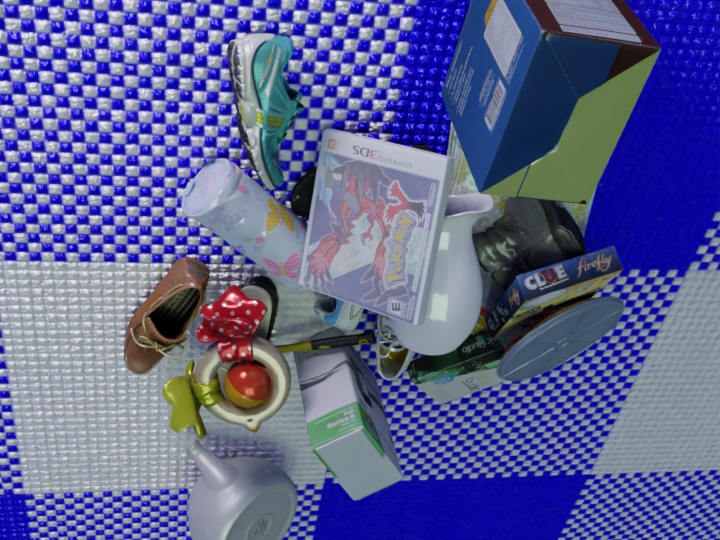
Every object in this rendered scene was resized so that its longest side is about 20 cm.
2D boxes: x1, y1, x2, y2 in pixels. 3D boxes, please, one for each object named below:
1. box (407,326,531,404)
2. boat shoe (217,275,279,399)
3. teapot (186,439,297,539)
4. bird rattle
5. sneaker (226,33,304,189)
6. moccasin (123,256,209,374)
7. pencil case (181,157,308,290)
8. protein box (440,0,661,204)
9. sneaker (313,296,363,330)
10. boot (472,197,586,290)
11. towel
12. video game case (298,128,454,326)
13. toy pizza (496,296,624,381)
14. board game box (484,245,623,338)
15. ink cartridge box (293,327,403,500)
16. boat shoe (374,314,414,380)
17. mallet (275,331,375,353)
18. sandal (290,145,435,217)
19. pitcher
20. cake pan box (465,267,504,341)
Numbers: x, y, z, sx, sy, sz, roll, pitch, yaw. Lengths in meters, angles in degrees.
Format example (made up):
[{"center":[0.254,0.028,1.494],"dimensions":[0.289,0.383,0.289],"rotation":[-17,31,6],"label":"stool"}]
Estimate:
[{"center":[0.184,0.139,1.452],"dimensions":[0.199,0.037,0.144],"rotation":[-23,152,14],"label":"box"},{"center":[-0.161,0.103,1.339],"dimensions":[0.073,0.063,0.203],"rotation":[20,110,1],"label":"boat shoe"},{"center":[-0.207,0.377,1.559],"dimensions":[0.197,0.146,0.201],"rotation":[4,111,-54],"label":"teapot"},{"center":[-0.168,0.130,1.287],"dimensions":[0.162,0.113,0.201],"rotation":[31,99,-16],"label":"bird rattle"},{"center":[-0.103,-0.180,1.124],"dimensions":[0.079,0.078,0.201],"rotation":[-12,133,-12],"label":"sneaker"},{"center":[-0.265,0.074,1.312],"dimensions":[0.073,0.078,0.201],"rotation":[28,121,-28],"label":"moccasin"},{"center":[-0.133,-0.054,1.222],"dimensions":[0.090,0.084,0.200],"rotation":[-23,134,35],"label":"pencil case"},{"center":[0.196,-0.216,1.062],"dimensions":[0.134,0.201,0.199],"rotation":[5,131,-15],"label":"protein box"},{"center":[0.000,0.000,1.308],"dimensions":[0.072,0.072,0.201],"rotation":[21,121,-17],"label":"sneaker"},{"center":[0.184,-0.062,1.205],"dimensions":[0.131,0.070,0.201],"rotation":[-25,114,24],"label":"boot"},{"center":[0.203,-0.113,1.236],"dimensions":[0.198,0.048,0.172],"rotation":[7,124,-2],"label":"towel"},{"center":[0.014,-0.055,1.157],"dimensions":[0.023,0.181,0.202],"rotation":[-9,113,-55],"label":"video game case"},{"center":[0.272,0.088,1.333],"dimensions":[0.199,0.032,0.201],"rotation":[-23,154,-12],"label":"toy pizza"},{"center":[0.248,0.032,1.271],"dimensions":[0.135,0.035,0.200],"rotation":[-17,165,-10],"label":"board game box"},{"center":[-0.021,0.203,1.397],"dimensions":[0.084,0.201,0.146],"rotation":[-26,132,9],"label":"ink cartridge box"},{"center":[0.050,0.085,1.332],"dimensions":[0.074,0.086,0.203],"rotation":[20,139,5],"label":"boat shoe"},{"center":[-0.074,0.115,1.386],"dimensions":[0.198,0.041,0.066],"rotation":[-3,135,11],"label":"mallet"},{"center":[0.005,-0.108,1.223],"dimensions":[0.199,0.048,0.076],"rotation":[-17,133,4],"label":"sandal"},{"center":[0.073,-0.008,1.203],"dimensions":[0.171,0.121,0.201],"rotation":[18,120,25],"label":"pitcher"},{"center":[0.170,0.017,1.369],"dimensions":[0.198,0.052,0.185],"rotation":[-11,131,-3],"label":"cake pan box"}]
